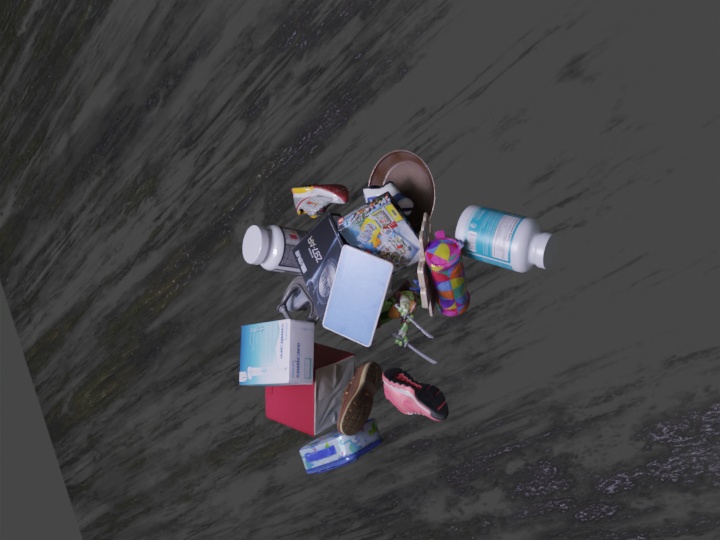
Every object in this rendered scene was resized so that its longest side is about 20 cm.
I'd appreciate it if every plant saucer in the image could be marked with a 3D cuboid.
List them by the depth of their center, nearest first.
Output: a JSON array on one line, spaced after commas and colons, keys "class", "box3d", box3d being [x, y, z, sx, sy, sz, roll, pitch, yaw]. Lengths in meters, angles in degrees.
[{"class": "plant saucer", "box3d": [0.102, -0.180, 1.587, 0.196, 0.036, 0.207, 8, 102, 39]}]

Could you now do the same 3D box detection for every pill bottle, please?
[{"class": "pill bottle", "box3d": [0.302, -0.063, 1.392, 0.196, 0.109, 0.114, 19, 108, 35]}, {"class": "pill bottle", "box3d": [-0.198, -0.054, 1.737, 0.115, 0.196, 0.120, -12, 74, 47]}]

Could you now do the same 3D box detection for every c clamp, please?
[{"class": "c clamp", "box3d": [-0.164, 0.115, 1.711, 0.172, 0.027, 0.201, -52, 41, 17]}]

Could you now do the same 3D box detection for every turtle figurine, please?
[{"class": "turtle figurine", "box3d": [0.078, 0.125, 1.556, 0.188, 0.144, 0.207, -8, 83, 6]}]

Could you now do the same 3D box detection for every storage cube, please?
[{"class": "storage cube", "box3d": [-0.132, 0.301, 1.766, 0.176, 0.169, 0.207, 10, 103, 37]}]

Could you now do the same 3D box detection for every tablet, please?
[{"class": "tablet", "box3d": [-0.008, 0.057, 1.511, 0.127, 0.014, 0.205, 21, 107, 17]}]

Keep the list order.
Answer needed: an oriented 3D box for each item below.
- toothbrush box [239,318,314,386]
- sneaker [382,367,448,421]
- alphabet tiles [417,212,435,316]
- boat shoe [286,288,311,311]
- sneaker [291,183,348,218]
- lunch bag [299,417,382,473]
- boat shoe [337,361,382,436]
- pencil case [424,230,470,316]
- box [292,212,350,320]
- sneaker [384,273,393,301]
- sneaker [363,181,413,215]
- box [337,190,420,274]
[{"class": "toothbrush box", "box3d": [-0.206, 0.204, 1.646, 0.197, 0.084, 0.151, -13, 72, 44]}, {"class": "sneaker", "box3d": [0.133, 0.315, 1.628, 0.198, 0.073, 0.089, 29, 128, 37]}, {"class": "alphabet tiles", "box3d": [0.146, -0.013, 1.470, 0.014, 0.202, 0.200, -3, 121, 14]}, {"class": "boat shoe", "box3d": [-0.128, 0.060, 1.782, 0.200, 0.065, 0.072, -43, 49, 47]}, {"class": "sneaker", "box3d": [-0.099, -0.180, 1.737, 0.197, 0.076, 0.085, 5, 104, 48]}, {"class": "lunch bag", "box3d": [-0.053, 0.454, 1.731, 0.198, 0.159, 0.085, -29, 79, 37]}, {"class": "boat shoe", "box3d": [-0.010, 0.321, 1.678, 0.067, 0.203, 0.072, -14, 130, 45]}, {"class": "pencil case", "box3d": [0.190, 0.012, 1.451, 0.087, 0.089, 0.202, 28, 153, 32]}, {"class": "box", "box3d": [-0.071, -0.009, 1.613, 0.159, 0.043, 0.204, -39, 65, 34]}, {"class": "sneaker", "box3d": [0.000, 0.000, 1.664, 0.195, 0.081, 0.091, 22, 101, 11]}, {"class": "sneaker", "box3d": [0.043, -0.133, 1.580, 0.201, 0.079, 0.117, -55, 51, 37]}, {"class": "box", "box3d": [0.054, -0.074, 1.517, 0.134, 0.200, 0.038, -26, 45, 17]}]
